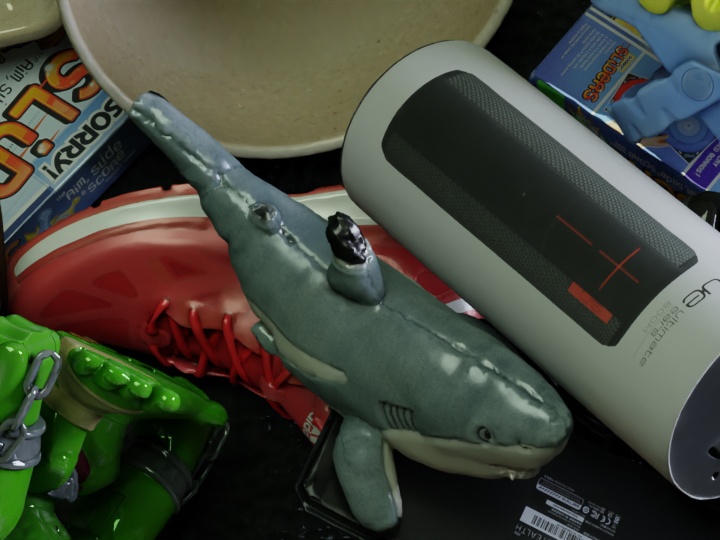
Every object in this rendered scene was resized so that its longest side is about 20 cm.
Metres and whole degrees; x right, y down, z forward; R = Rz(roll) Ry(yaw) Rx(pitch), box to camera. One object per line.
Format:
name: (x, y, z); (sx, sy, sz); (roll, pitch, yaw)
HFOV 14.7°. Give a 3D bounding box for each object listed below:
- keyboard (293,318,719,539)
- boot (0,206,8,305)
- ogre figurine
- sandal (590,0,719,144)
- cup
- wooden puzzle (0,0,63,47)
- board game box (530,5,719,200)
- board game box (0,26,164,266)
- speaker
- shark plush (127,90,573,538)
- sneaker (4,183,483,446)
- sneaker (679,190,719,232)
keyboard: (0.079, 0.094, 1.071); (0.199, 0.040, 0.104); (28, 67, 0)
boot: (-0.214, 0.065, 1.091); (0.154, 0.077, 0.201); (-4, 91, -2)
ogre figurine: (-0.112, 0.085, 1.009); (0.098, 0.200, 0.120); (27, 89, -2)
sandal: (0.169, -0.068, 1.039); (0.199, 0.087, 0.079); (25, 30, 24)
cup: (-0.042, -0.169, 1.162); (0.200, 0.201, 0.143); (-23, 36, -3)
wooden puzzle: (-0.221, -0.162, 1.220); (0.199, 0.046, 0.186); (-15, 52, 11)
board game box: (0.184, -0.108, 1.156); (0.135, 0.034, 0.200); (36, 74, 21)
board game box: (-0.194, -0.040, 1.192); (0.135, 0.034, 0.200); (36, 74, 23)
speaker: (0.081, -0.003, 1.021); (0.081, 0.081, 0.200); (-39, 51, -11)
shark plush: (0.000, 0.000, 1.027); (0.091, 0.083, 0.200); (-31, 77, -19)
sneaker: (-0.044, 0.030, 1.111); (0.199, 0.078, 0.116); (-9, 61, 6)
sneaker: (0.193, 0.027, 1.053); (0.200, 0.071, 0.098); (19, 108, 8)
